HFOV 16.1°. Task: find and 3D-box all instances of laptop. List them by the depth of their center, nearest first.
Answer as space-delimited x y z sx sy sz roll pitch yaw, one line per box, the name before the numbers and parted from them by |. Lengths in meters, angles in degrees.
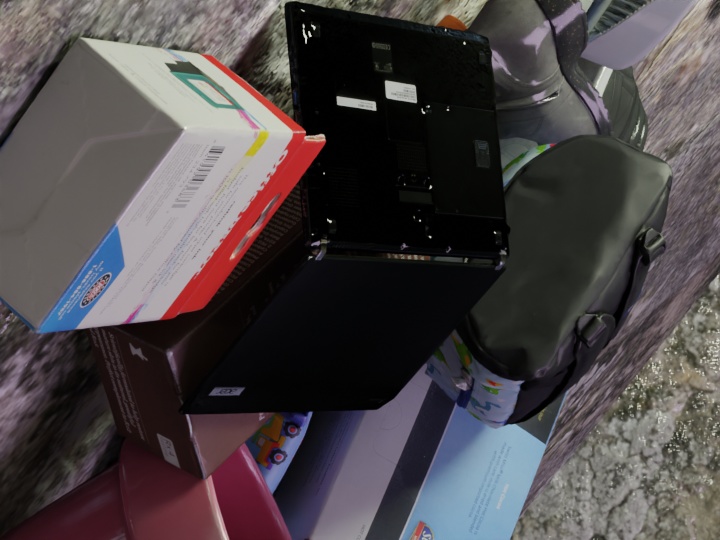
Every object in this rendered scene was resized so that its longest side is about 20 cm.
laptop | -0.010 -0.029 1.365 0.103 0.200 0.177 -10 173 37

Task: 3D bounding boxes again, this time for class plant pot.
plant pot | -0.131 0.198 1.455 0.179 0.200 0.200 -22 169 6

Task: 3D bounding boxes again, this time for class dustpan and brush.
dustpan and brush | 0.154 -0.160 1.657 0.200 0.057 0.140 -54 -167 22

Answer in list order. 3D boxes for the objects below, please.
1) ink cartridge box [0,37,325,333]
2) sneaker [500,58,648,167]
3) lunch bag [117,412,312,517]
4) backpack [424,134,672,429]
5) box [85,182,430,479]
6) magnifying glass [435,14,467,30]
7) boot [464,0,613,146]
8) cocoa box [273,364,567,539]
ink cartridge box | -0.099 -0.039 1.185 0.116 0.067 0.200 -53 167 12
sneaker | 0.141 -0.074 1.711 0.200 0.071 0.099 -61 141 -30
lunch bag | -0.072 0.093 1.640 0.151 0.094 0.200 -60 174 25
backpack | 0.098 0.015 1.530 0.163 0.154 0.200 -56 161 -17
box | -0.054 0.009 1.399 0.200 0.075 0.100 -44 140 -32
magnifying glass | -0.007 -0.075 1.508 0.200 0.022 0.080 -48 167 -14
boot | 0.077 -0.091 1.542 0.132 0.070 0.200 -39 145 -10
cocoa box | 0.027 0.129 1.659 0.133 0.131 0.200 -26 -144 60
